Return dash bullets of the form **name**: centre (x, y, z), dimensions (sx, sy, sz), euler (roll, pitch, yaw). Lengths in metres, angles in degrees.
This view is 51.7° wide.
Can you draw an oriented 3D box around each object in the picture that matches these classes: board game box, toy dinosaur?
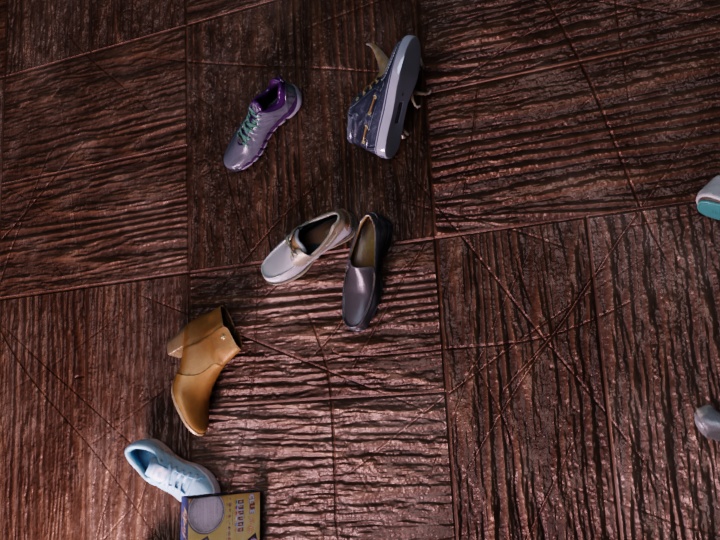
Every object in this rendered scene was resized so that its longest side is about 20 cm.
- **board game box**: centre (-0.233, 0.477, 1.240), dimensions (0.034, 0.134, 0.204), euler (-14, 74, 54)
- **toy dinosaur**: centre (0.061, -0.335, 1.284), dimensions (0.100, 0.058, 0.204), euler (-21, 74, 19)

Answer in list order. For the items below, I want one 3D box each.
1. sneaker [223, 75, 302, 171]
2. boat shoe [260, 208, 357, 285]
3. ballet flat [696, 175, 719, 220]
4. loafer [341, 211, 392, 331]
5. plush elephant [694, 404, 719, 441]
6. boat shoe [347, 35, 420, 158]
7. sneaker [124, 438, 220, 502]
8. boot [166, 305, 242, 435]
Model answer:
- **sneaker**: centre (-0.197, -0.274, 1.363), dimensions (0.074, 0.087, 0.200), euler (45, 99, 22)
- **boat shoe**: centre (-0.101, -0.047, 1.299), dimensions (0.199, 0.068, 0.075), euler (-35, 70, 14)
- **ballet flat**: centre (0.575, -0.081, 1.036), dimensions (0.198, 0.069, 0.070), euler (28, 93, 24)
- **loafer**: centre (0.000, 0.000, 1.249), dimensions (0.071, 0.072, 0.204), euler (7, 85, 22)
- **plush elephant**: centre (0.553, 0.161, 0.965), dimensions (0.164, 0.156, 0.199), euler (37, 138, -15)
- **boat shoe**: centre (0.034, -0.296, 1.240), dimensions (0.090, 0.070, 0.204), euler (24, 109, 26)
- **sneaker**: centre (-0.344, 0.368, 1.327), dimensions (0.197, 0.082, 0.075), euler (22, 91, 24)
- **boot**: centre (-0.269, 0.176, 1.332), dimensions (0.142, 0.071, 0.204), euler (-28, 67, 19)
